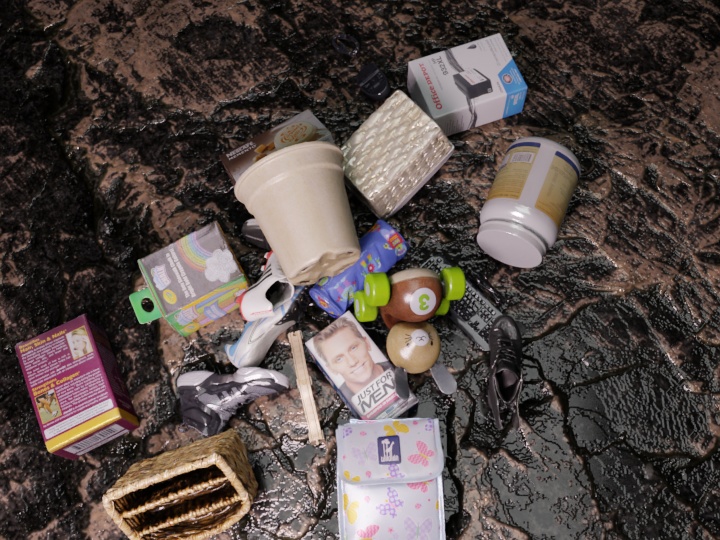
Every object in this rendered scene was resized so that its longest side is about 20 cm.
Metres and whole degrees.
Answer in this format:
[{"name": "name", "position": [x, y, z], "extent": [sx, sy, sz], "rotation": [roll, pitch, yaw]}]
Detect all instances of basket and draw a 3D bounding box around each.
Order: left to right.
[{"name": "basket", "position": [-0.268, 0.355, 1.114], "extent": [0.198, 0.149, 0.144], "rotation": [-19, 93, 1]}, {"name": "basket", "position": [0.057, -0.215, 1.336], "extent": [0.200, 0.123, 0.136], "rotation": [-45, 71, 3]}]

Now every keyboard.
[{"name": "keyboard", "position": [0.192, 0.041, 1.296], "extent": [0.104, 0.040, 0.200], "rotation": [-41, 73, -12]}]

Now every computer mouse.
[{"name": "computer mouse", "position": [0.002, -0.423, 1.503], "extent": [0.058, 0.034, 0.201], "rotation": [-36, 64, 7]}]

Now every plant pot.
[{"name": "plant pot", "position": [-0.089, -0.084, 1.218], "extent": [0.198, 0.201, 0.185], "rotation": [-21, 76, -6]}]

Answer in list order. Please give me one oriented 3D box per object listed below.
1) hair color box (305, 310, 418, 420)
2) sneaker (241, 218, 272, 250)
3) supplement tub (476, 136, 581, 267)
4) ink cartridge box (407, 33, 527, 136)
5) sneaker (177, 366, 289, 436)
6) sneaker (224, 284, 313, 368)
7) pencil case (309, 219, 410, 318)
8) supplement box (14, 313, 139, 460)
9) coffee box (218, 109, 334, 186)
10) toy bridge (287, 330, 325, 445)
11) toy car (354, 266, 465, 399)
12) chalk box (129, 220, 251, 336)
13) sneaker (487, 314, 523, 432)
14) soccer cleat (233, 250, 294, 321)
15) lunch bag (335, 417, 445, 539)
[{"name": "hair color box", "position": [0.002, 0.180, 1.238], "extent": [0.100, 0.061, 0.200], "rotation": [-36, 70, -11]}, {"name": "sneaker", "position": [-0.121, -0.102, 1.363], "extent": [0.198, 0.076, 0.117], "rotation": [2, 59, -5]}, {"name": "supplement tub", "position": [0.300, -0.122, 1.299], "extent": [0.143, 0.145, 0.202], "rotation": [22, 71, 12]}, {"name": "ink cartridge box", "position": [0.208, -0.365, 1.435], "extent": [0.198, 0.084, 0.146], "rotation": [-19, 69, -4]}, {"name": "sneaker", "position": [-0.217, 0.229, 1.225], "extent": [0.197, 0.076, 0.115], "rotation": [-4, 68, 8]}, {"name": "sneaker", "position": [-0.160, 0.088, 1.281], "extent": [0.072, 0.072, 0.200], "rotation": [35, 71, 23]}, {"name": "pencil case", "position": [0.000, 0.000, 1.303], "extent": [0.200, 0.087, 0.078], "rotation": [-45, 30, -15]}, {"name": "supplement box", "position": [-0.483, 0.199, 1.234], "extent": [0.130, 0.103, 0.201], "rotation": [-24, 70, -7]}, {"name": "coffee box", "position": [-0.153, -0.210, 1.375], "extent": [0.199, 0.080, 0.115], "rotation": [-29, 43, -8]}, {"name": "toy bridge", "position": [-0.093, 0.198, 1.233], "extent": [0.027, 0.067, 0.202], "rotation": [-13, 67, -3]}, {"name": "toy car", "position": [0.092, 0.110, 1.198], "extent": [0.162, 0.158, 0.202], "rotation": [-4, 69, -15]}, {"name": "chalk box", "position": [-0.307, 0.028, 1.284], "extent": [0.198, 0.124, 0.125], "rotation": [-28, 70, -7]}, {"name": "sneaker", "position": [0.244, 0.166, 1.200], "extent": [0.059, 0.104, 0.202], "rotation": [6, 76, 4]}, {"name": "soccer cleat", "position": [-0.143, 0.018, 1.261], "extent": [0.084, 0.069, 0.200], "rotation": [-2, 33, 28]}, {"name": "lunch bag", "position": [0.046, 0.332, 1.121], "extent": [0.167, 0.127, 0.203], "rotation": [-1, 84, 2]}]
